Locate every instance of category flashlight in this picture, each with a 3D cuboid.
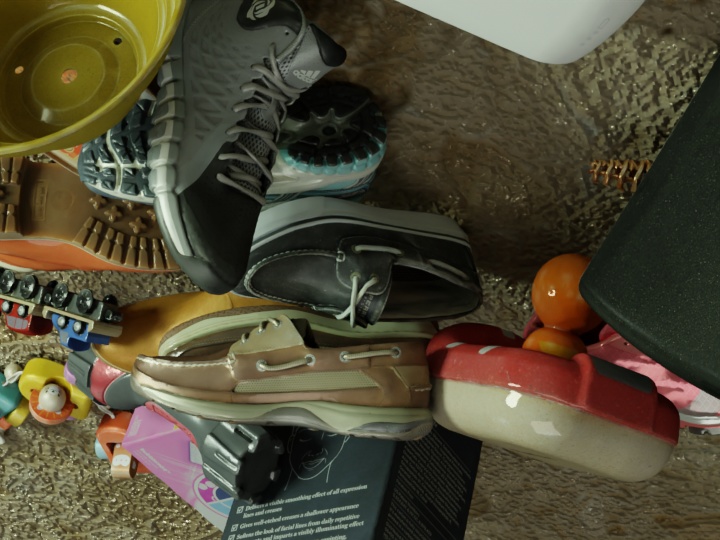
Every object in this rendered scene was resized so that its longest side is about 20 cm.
[{"bbox_3d":[-0.141,0.108,1.167,0.199,0.068,0.068,33,176,35],"label":"flashlight"}]

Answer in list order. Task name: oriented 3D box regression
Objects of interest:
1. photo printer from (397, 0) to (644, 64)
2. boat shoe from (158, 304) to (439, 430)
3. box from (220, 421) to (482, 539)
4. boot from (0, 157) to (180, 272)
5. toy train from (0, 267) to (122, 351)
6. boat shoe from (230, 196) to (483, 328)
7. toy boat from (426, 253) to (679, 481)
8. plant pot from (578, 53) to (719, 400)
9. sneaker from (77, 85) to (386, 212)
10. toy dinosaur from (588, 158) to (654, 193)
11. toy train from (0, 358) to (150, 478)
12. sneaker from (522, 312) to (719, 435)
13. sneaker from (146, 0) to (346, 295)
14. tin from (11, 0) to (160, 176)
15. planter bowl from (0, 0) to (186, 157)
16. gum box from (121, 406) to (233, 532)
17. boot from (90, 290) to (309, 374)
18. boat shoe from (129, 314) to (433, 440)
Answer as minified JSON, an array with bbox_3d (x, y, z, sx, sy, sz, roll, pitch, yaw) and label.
[{"bbox_3d":[0.073,-0.202,0.813,0.198,0.070,0.167,23,139,-6],"label":"photo printer"},{"bbox_3d":[-0.036,0.070,1.053,0.200,0.076,0.075,-3,151,-12],"label":"boat shoe"},{"bbox_3d":[-0.005,0.168,1.154,0.147,0.201,0.107,-15,132,33],"label":"box"},{"bbox_3d":[-0.200,-0.032,1.112,0.198,0.076,0.107,10,160,-2],"label":"boot"},{"bbox_3d":[-0.248,0.026,1.149,0.199,0.046,0.034,11,177,41],"label":"toy train"},{"bbox_3d":[0.000,0.000,0.996,0.198,0.071,0.072,-3,137,-32],"label":"boat shoe"},{"bbox_3d":[0.123,0.053,0.983,0.129,0.132,0.200,20,173,-20],"label":"toy boat"},{"bbox_3d":[0.262,0.007,0.840,0.198,0.178,0.201,27,109,-11],"label":"plant pot"},{"bbox_3d":[-0.082,-0.059,0.994,0.198,0.078,0.087,-3,148,-5],"label":"sneaker"},{"bbox_3d":[0.235,-0.022,0.966,0.199,0.102,0.136,36,124,5],"label":"toy dinosaur"},{"bbox_3d":[-0.270,0.138,1.325,0.198,0.056,0.151,2,137,16],"label":"toy train"},{"bbox_3d":[0.203,0.059,1.059,0.198,0.074,0.087,-4,134,23],"label":"sneaker"},{"bbox_3d":[-0.060,-0.092,0.896,0.115,0.202,0.075,-18,153,23],"label":"sneaker"},{"bbox_3d":[-0.203,-0.129,1.016,0.199,0.042,0.112,34,133,-19],"label":"tin"},{"bbox_3d":[-0.184,-0.134,0.900,0.198,0.202,0.084,4,155,15],"label":"planter bowl"},{"bbox_3d":[-0.087,0.166,1.283,0.113,0.067,0.200,-18,129,36],"label":"gum box"},{"bbox_3d":[-0.093,0.019,1.097,0.199,0.071,0.144,1,150,-9],"label":"boot"},{"bbox_3d":[-0.049,0.065,0.992,0.198,0.073,0.076,6,177,5],"label":"boat shoe"}]
